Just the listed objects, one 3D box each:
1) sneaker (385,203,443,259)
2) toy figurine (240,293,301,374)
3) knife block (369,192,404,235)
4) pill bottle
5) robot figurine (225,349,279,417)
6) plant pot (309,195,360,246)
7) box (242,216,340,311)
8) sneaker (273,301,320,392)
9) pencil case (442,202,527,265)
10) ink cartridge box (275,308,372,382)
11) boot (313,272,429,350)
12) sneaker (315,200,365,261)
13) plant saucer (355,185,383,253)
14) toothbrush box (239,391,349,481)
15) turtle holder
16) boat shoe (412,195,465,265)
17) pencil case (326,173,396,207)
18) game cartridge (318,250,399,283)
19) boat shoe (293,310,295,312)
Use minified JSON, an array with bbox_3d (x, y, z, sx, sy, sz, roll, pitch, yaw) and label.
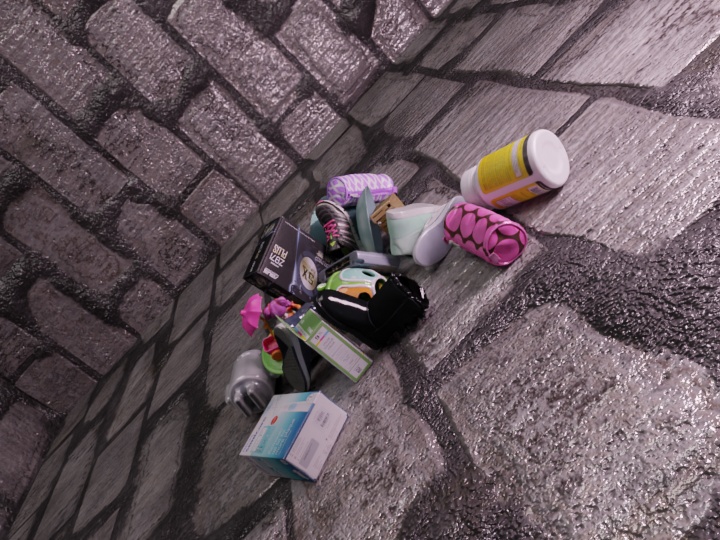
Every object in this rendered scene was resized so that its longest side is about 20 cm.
[{"bbox_3d":[0.133,-0.091,1.468,0.199,0.120,0.073,-15,18,-42],"label":"sneaker"},{"bbox_3d":[-0.190,0.122,1.474,0.198,0.185,0.151,-29,46,7],"label":"toy figurine"},{"bbox_3d":[0.071,-0.156,1.592,0.064,0.199,0.176,-40,51,14],"label":"knife block"},{"bbox_3d":[0.301,-0.190,1.260,0.199,0.114,0.115,-21,33,50],"label":"pill bottle"},{"bbox_3d":[-0.268,0.275,1.579,0.168,0.114,0.201,-26,25,9],"label":"robot figurine"},{"bbox_3d":[-0.031,-0.100,1.712,0.133,0.201,0.201,3,46,24],"label":"plant pot"},{"bbox_3d":[-0.166,-0.007,1.569,0.086,0.199,0.165,-19,43,52],"label":"box"},{"bbox_3d":[-0.115,0.167,1.431,0.076,0.204,0.146,18,42,31],"label":"sneaker"},{"bbox_3d":[0.233,-0.068,1.222,0.093,0.091,0.200,-41,22,-5],"label":"pencil case"},{"bbox_3d":[-0.075,0.139,1.308,0.060,0.200,0.104,-51,21,-3],"label":"ink cartridge box"},{"bbox_3d":[0.027,0.064,1.258,0.162,0.197,0.074,-43,23,30],"label":"boot"},{"bbox_3d":[-0.057,-0.082,1.575,0.073,0.201,0.087,-28,4,35],"label":"sneaker"},{"bbox_3d":[0.019,-0.108,1.574,0.038,0.203,0.202,-11,30,9],"label":"plant saucer"},{"bbox_3d":[-0.135,0.327,1.259,0.199,0.085,0.147,-20,34,55],"label":"toothbrush box"},{"bbox_3d":[0.004,0.064,1.413,0.130,0.185,0.143,-17,68,29],"label":"turtle holder"},{"bbox_3d":[0.173,-0.082,1.409,0.200,0.074,0.065,-47,13,-26],"label":"boat shoe"},{"bbox_3d":[0.001,-0.212,1.663,0.085,0.085,0.199,8,16,42],"label":"pencil case"},{"bbox_3d":[0.000,0.000,1.504,0.199,0.132,0.041,-28,57,55],"label":"game cartridge"},{"bbox_3d":[-0.156,0.134,1.668,0.071,0.069,0.201,-38,23,20],"label":"boat shoe"}]
